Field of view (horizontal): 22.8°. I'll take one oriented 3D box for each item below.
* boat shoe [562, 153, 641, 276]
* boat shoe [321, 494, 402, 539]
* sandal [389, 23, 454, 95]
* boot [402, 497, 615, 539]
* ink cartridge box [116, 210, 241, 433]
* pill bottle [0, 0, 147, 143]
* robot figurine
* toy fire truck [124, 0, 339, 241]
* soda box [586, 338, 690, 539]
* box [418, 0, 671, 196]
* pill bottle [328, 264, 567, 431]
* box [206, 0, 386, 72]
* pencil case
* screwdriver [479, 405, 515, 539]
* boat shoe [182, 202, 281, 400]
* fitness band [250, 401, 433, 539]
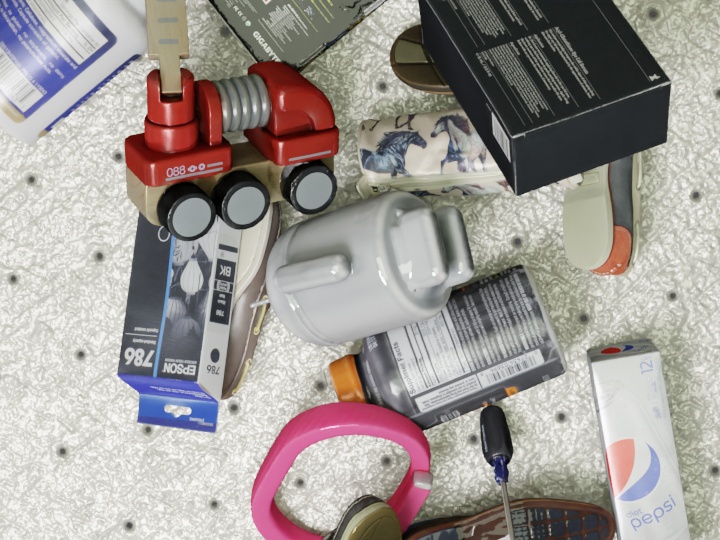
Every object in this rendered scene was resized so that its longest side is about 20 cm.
[{"bbox_3d":[0.218,-0.094,1.580,0.071,0.062,0.201,-6,78,45],"label":"boat shoe"},{"bbox_3d":[-0.011,0.258,1.585,0.072,0.201,0.066,-24,54,-23],"label":"boat shoe"},{"bbox_3d":[0.125,-0.177,1.576,0.199,0.055,0.082,-1,53,7],"label":"sandal"},{"bbox_3d":[0.125,0.237,1.621,0.199,0.097,0.075,-8,97,-9],"label":"boot"},{"bbox_3d":[-0.161,0.040,1.581,0.099,0.039,0.201,2,84,35],"label":"ink cartridge box"},{"bbox_3d":[-0.250,-0.216,1.554,0.200,0.120,0.120,-38,94,6],"label":"pill bottle"},{"bbox_3d":[0.000,0.000,1.541,0.199,0.169,0.113,-17,79,34],"label":"robot figurine"},{"bbox_3d":[-0.117,-0.150,1.509,0.175,0.129,0.201,-13,121,-24],"label":"toy fire truck"},{"bbox_3d":[0.251,0.167,1.610,0.063,0.068,0.201,-10,97,3],"label":"soda box"},{"bbox_3d":[0.150,-0.174,1.484,0.141,0.079,0.200,-21,52,-7],"label":"box"},{"bbox_3d":[0.074,0.078,1.586,0.199,0.106,0.107,-22,96,5],"label":"pill bottle"},{"bbox_3d":[-0.073,-0.287,1.575,0.160,0.049,0.200,-39,94,4],"label":"box"},{"bbox_3d":[0.096,-0.099,1.552,0.199,0.090,0.078,-5,141,18],"label":"pencil case"},{"bbox_3d":[0.124,0.200,1.570,0.029,0.200,0.028,-29,130,27],"label":"screwdriver"},{"bbox_3d":[-0.112,0.022,1.610,0.072,0.059,0.201,22,96,40],"label":"boat shoe"},{"bbox_3d":[-0.018,0.192,1.592,0.143,0.038,0.200,17,133,-13],"label":"fitness band"}]
